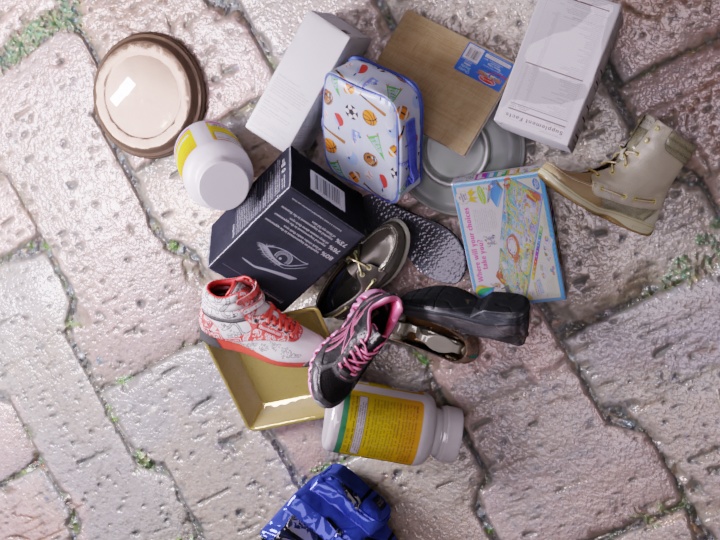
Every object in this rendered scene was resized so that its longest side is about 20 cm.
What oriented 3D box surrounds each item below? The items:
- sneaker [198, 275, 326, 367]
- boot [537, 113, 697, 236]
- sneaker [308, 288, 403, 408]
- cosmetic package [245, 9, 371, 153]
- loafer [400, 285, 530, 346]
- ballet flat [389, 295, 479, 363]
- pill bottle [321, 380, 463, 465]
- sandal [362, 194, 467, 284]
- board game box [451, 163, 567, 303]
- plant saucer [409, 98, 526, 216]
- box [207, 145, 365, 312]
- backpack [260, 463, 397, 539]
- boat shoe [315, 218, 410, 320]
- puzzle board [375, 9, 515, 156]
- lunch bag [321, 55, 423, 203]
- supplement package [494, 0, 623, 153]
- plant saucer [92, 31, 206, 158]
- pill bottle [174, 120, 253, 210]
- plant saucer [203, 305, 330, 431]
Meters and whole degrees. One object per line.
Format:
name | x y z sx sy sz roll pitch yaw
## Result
sneaker | -0.139 0.072 1.712 0.201 0.067 0.108 12 127 7
boot | 0.354 -0.150 1.617 0.200 0.072 0.155 22 105 -22
sneaker | -0.002 0.108 1.680 0.079 0.095 0.200 37 72 -18
cosmetic package | -0.076 -0.279 1.738 0.081 0.113 0.200 32 105 9
loafer | 0.150 0.071 1.714 0.199 0.073 0.073 8 123 26
ballet flat | 0.085 0.087 1.768 0.199 0.067 0.068 19 104 14
pill bottle | 0.049 0.231 1.760 0.199 0.113 0.113 10 102 -6
sandal | 0.083 -0.053 1.766 0.200 0.043 0.076 37 100 19
board game box | 0.217 -0.047 1.697 0.134 0.034 0.201 -6 112 18
plant saucer | 0.140 -0.177 1.720 0.199 0.050 0.201 3 100 17
box | -0.111 -0.058 1.739 0.148 0.105 0.200 33 122 -28
backpack | -0.028 0.413 1.804 0.200 0.162 0.168 43 104 8
boat shoe | 0.002 0.002 1.756 0.072 0.060 0.202 52 126 21
puzzle board | 0.110 -0.272 1.698 0.200 0.017 0.151 32 92 24
lunch bag | 0.023 -0.198 1.689 0.160 0.076 0.200 27 141 30
supplement package | 0.274 -0.277 1.617 0.113 0.110 0.201 22 95 13
plant saucer | -0.341 -0.277 1.863 0.199 0.029 0.201 3 100 17
pill bottle | -0.217 -0.152 1.745 0.104 0.200 0.105 -5 111 -13
plant saucer | -0.117 0.145 1.822 0.199 0.048 0.200 -13 117 18
